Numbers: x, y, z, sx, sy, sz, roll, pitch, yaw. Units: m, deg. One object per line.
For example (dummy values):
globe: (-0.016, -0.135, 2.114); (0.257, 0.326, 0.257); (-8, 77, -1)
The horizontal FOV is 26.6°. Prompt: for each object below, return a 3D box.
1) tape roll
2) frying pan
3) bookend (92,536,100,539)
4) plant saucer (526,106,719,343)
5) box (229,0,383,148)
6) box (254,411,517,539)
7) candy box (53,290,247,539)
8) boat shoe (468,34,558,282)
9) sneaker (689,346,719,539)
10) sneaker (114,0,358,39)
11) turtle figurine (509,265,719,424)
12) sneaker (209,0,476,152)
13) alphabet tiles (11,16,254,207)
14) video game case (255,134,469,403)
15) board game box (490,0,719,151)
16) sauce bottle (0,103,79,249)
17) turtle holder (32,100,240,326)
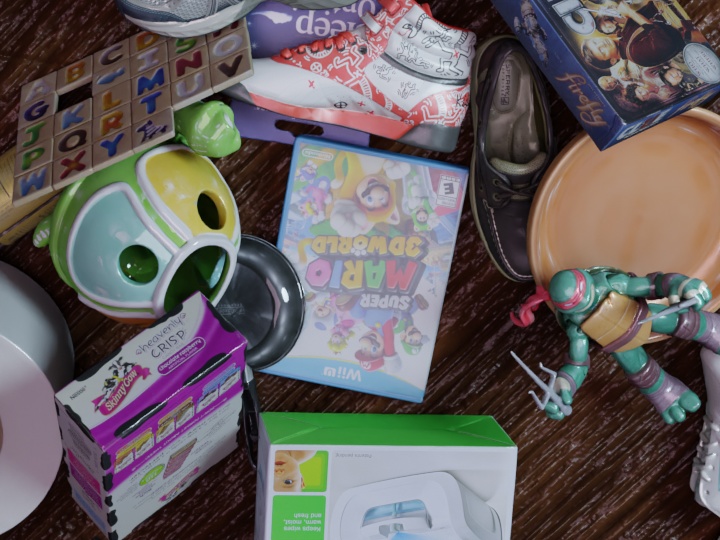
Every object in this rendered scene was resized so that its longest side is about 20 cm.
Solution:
tape roll: (-0.330, 0.100, 1.203); (0.202, 0.139, 0.203); (-2, 111, -6)
frying pan: (-0.111, 0.063, 1.253); (0.115, 0.031, 0.190); (20, 103, 16)
bookend: (-0.185, 0.343, 1.230); (0.199, 0.200, 0.092); (41, 100, -5)
plant saucer: (0.222, -0.039, 1.195); (0.200, 0.037, 0.201); (-6, 115, -13)
box: (-0.038, -0.196, 1.208); (0.121, 0.032, 0.201); (8, 102, 1)
box: (0.015, 0.211, 1.235); (0.199, 0.097, 0.177); (3, 100, -9)
candy box: (-0.159, 0.116, 1.167); (0.136, 0.200, 0.061); (-37, 70, -24)
boat shoe: (0.121, -0.084, 1.202); (0.072, 0.066, 0.201); (-6, 101, 2)
sneaker: (0.304, 0.153, 1.236); (0.080, 0.070, 0.201); (-18, 100, 9)
sneaker: (-0.092, -0.236, 1.135); (0.199, 0.086, 0.078); (-12, 64, 5)
turtle figurine: (0.200, 0.044, 1.149); (0.200, 0.101, 0.150); (24, 124, -40)
sneaker: (-0.011, -0.165, 1.164); (0.201, 0.067, 0.108); (13, 101, -4)
alphabet tiles: (-0.175, -0.136, 1.163); (0.200, 0.167, 0.008); (-23, 127, 9)
video game case: (0.000, 0.000, 1.244); (0.143, 0.018, 0.201); (11, 104, 0)
board game box: (0.169, -0.194, 1.123); (0.200, 0.135, 0.035); (56, 142, 11)
sauce bottle: (-0.236, -0.090, 1.222); (0.200, 0.065, 0.065); (-33, 97, 7)
turtle holder: (-0.149, -0.040, 1.176); (0.186, 0.141, 0.132); (-47, 54, -2)
